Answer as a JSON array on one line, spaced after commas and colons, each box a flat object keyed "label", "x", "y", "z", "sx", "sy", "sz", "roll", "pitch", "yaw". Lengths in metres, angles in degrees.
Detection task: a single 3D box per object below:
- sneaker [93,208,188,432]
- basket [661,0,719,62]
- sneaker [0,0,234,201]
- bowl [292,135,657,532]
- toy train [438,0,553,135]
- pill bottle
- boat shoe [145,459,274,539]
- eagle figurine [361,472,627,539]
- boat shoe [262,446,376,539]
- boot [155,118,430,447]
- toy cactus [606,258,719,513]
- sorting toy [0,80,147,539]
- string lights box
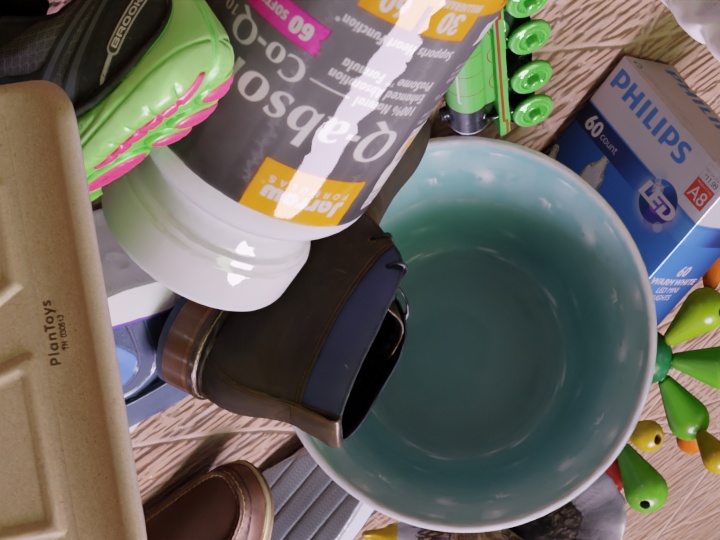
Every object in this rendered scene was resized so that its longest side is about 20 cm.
[{"label": "sneaker", "x": -0.168, "y": 0.052, "z": 0.826, "sx": 0.199, "sy": 0.081, "sz": 0.147, "roll": -15, "pitch": 141, "yaw": -42}, {"label": "basket", "x": 0.215, "y": -0.185, "z": 0.769, "sx": 0.200, "sy": 0.199, "sz": 0.160, "roll": -48, "pitch": 150, "yaw": 21}, {"label": "sneaker", "x": -0.137, "y": -0.063, "z": 0.710, "sx": 0.199, "sy": 0.084, "sz": 0.077, "roll": -29, "pitch": 172, "yaw": 23}, {"label": "bowl", "x": 0.053, "y": 0.040, "z": 0.958, "sx": 0.200, "sy": 0.202, "sz": 0.105, "roll": -33, "pitch": 170, "yaw": -4}, {"label": "toy train", "x": 0.059, "y": -0.127, "z": 0.850, "sx": 0.056, "sy": 0.042, "sz": 0.201, "roll": -21, "pitch": 149, "yaw": -6}, {"label": "pill bottle", "x": -0.025, "y": -0.086, "z": 0.743, "sx": 0.116, "sy": 0.117, "sz": 0.201, "roll": -2, "pitch": 136, "yaw": -45}, {"label": "boat shoe", "x": -0.127, "y": 0.191, "z": 1.079, "sx": 0.200, "sy": 0.072, "sz": 0.067, "roll": -47, "pitch": 151, "yaw": 25}, {"label": "eagle figurine", "x": 0.074, "y": 0.168, "z": 1.122, "sx": 0.153, "sy": 0.150, "sz": 0.200, "roll": -56, "pitch": 170, "yaw": -4}, {"label": "boat shoe", "x": -0.005, "y": 0.131, "z": 1.124, "sx": 0.200, "sy": 0.072, "sz": 0.062, "roll": -44, "pitch": 155, "yaw": 12}, {"label": "boot", "x": 0.000, "y": 0.000, "z": 0.854, "sx": 0.200, "sy": 0.096, "sz": 0.075, "roll": -51, "pitch": 152, "yaw": -27}, {"label": "toy cactus", "x": 0.157, "y": 0.049, "z": 1.123, "sx": 0.163, "sy": 0.203, "sz": 0.102, "roll": 6, "pitch": 169, "yaw": 8}, {"label": "sorting toy", "x": -0.188, "y": 0.036, "z": 0.661, "sx": 0.197, "sy": 0.187, "sz": 0.036, "roll": -9, "pitch": -175, "yaw": -1}, {"label": "string lights box", "x": 0.134, "y": -0.012, "z": 1.028, "sx": 0.059, "sy": 0.103, "sz": 0.201, "roll": 2, "pitch": 133, "yaw": -49}]
